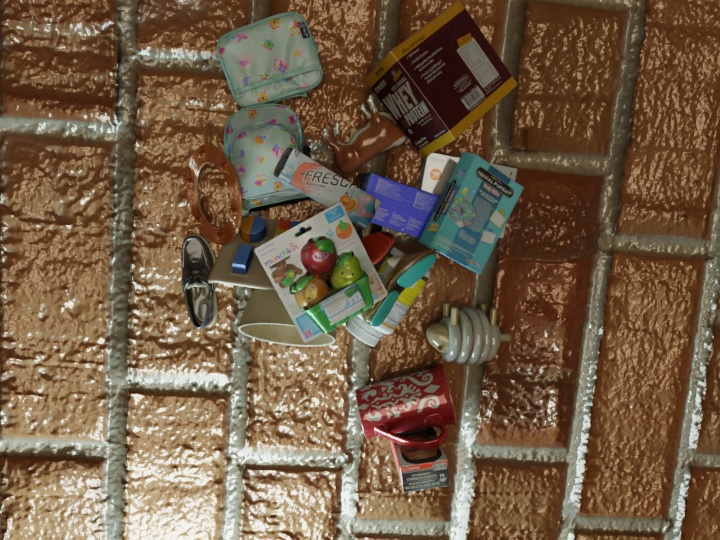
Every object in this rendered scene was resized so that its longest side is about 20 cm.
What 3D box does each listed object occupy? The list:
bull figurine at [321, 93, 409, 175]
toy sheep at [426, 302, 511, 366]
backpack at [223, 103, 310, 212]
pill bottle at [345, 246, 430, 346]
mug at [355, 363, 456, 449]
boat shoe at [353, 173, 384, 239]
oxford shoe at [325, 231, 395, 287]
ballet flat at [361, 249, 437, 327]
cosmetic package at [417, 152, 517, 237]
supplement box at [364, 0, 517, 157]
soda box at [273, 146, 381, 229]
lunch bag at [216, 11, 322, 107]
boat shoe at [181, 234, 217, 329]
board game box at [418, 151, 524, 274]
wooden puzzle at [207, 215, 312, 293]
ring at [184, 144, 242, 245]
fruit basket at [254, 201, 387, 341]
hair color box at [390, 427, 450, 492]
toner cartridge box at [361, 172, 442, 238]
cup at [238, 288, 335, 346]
[{"bbox_3d":[0.019,-0.284,1.302,0.199,0.065,0.122,-35,96,-1],"label":"bull figurine"},{"bbox_3d":[0.236,0.140,1.350,0.198,0.138,0.139,3,98,-12],"label":"toy sheep"},{"bbox_3d":[-0.186,-0.231,1.251,0.174,0.153,0.202,-11,90,0],"label":"backpack"},{"bbox_3d":[0.053,0.057,1.330,0.109,0.109,0.201,33,95,-8],"label":"pill bottle"},{"bbox_3d":[0.096,0.293,1.341,0.198,0.178,0.134,-12,101,2],"label":"mug"},{"bbox_3d":[0.003,-0.107,1.332,0.072,0.072,0.202,14,106,23],"label":"boat shoe"},{"bbox_3d":[0.000,0.000,1.275,0.200,0.071,0.073,-44,143,-18],"label":"oxford shoe"},{"bbox_3d":[0.065,0.020,1.249,0.200,0.068,0.072,-51,57,10],"label":"ballet flat"},{"bbox_3d":[0.222,-0.161,1.343,0.198,0.052,0.152,9,95,-6],"label":"cosmetic package"},{"bbox_3d":[0.157,-0.373,1.234,0.197,0.133,0.200,-42,100,-20],"label":"supplement box"},{"bbox_3d":[-0.063,-0.155,1.177,0.199,0.068,0.064,28,95,-20],"label":"soda box"},{"bbox_3d":[-0.175,-0.417,1.259,0.199,0.077,0.161,-19,99,-2],"label":"lunch bag"},{"bbox_3d":[-0.340,0.025,1.316,0.071,0.065,0.202,-3,98,-2],"label":"boat shoe"},{"bbox_3d":[0.226,-0.114,1.269,0.150,0.047,0.201,25,92,-32],"label":"board game box"},{"bbox_3d":[-0.190,-0.044,1.254,0.198,0.186,0.046,5,139,7],"label":"wooden puzzle"},{"bbox_3d":[-0.297,-0.148,1.244,0.019,0.200,0.202,-16,102,-40],"label":"ring"},{"bbox_3d":[-0.067,0.005,1.148,0.184,0.094,0.201,-29,107,-10],"label":"fruit basket"},{"bbox_3d":[0.121,0.388,1.337,0.101,0.200,0.062,-8,103,-4],"label":"hair color box"},{"bbox_3d":[0.094,-0.125,1.278,0.199,0.043,0.096,17,96,-15],"label":"toner cartridge box"},{"bbox_3d":[-0.143,0.065,1.290,0.199,0.200,0.144,7,73,-6],"label":"cup"}]
